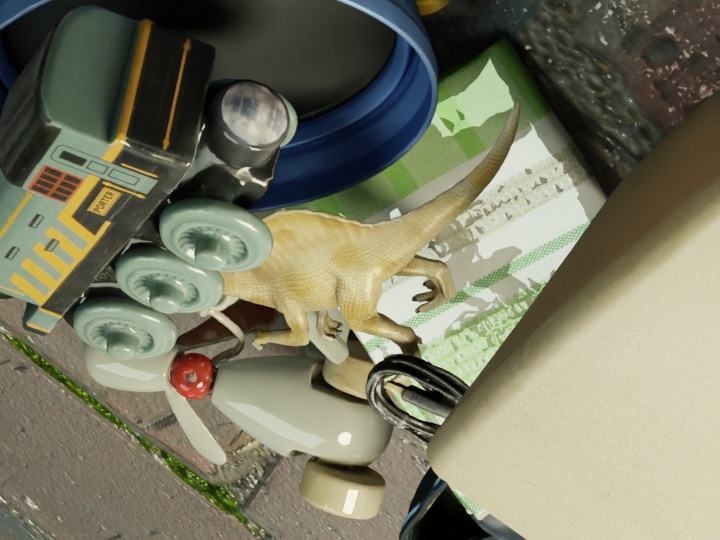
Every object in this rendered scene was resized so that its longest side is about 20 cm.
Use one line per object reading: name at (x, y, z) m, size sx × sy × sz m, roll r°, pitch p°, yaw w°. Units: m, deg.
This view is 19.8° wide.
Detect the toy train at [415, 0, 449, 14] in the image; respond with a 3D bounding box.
toy train at (0.028, -0.160, 0.803) m, size 0.150 × 0.056 × 0.199 m, roll 27°, pitch 160°, yaw -35°

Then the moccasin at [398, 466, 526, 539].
moccasin at (0.085, 0.116, 1.081) m, size 0.080 × 0.068 × 0.200 m, roll 42°, pitch 147°, yaw 1°

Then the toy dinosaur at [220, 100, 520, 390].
toy dinosaur at (0.000, 0.000, 0.921) m, size 0.199 × 0.058 × 0.101 m, roll -18°, pitch 134°, yaw 26°

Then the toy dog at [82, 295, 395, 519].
toy dog at (-0.054, 0.067, 1.222) m, size 0.200 × 0.132 × 0.096 m, roll 39°, pitch -170°, yaw 10°

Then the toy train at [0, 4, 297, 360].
toy train at (-0.104, -0.032, 0.851) m, size 0.113 × 0.086 × 0.200 m, roll 22°, pitch 149°, yaw -18°

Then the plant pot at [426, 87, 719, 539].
plant pot at (0.177, 0.022, 0.799) m, size 0.200 × 0.200 × 0.177 m, roll 35°, pitch 139°, yaw 7°

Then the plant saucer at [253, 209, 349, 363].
plant saucer at (-0.058, -0.042, 1.064) m, size 0.200 × 0.050 × 0.200 m, roll 50°, pitch 179°, yaw 1°

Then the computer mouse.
computer mouse at (0.093, 0.084, 0.897) m, size 0.199 × 0.034 × 0.059 m, roll 16°, pitch 129°, yaw 15°

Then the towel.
towel at (0.063, 0.007, 0.976) m, size 0.149 × 0.031 × 0.201 m, roll -28°, pitch 100°, yaw 25°

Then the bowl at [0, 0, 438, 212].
bowl at (-0.068, -0.085, 0.870) m, size 0.199 × 0.040 × 0.201 m, roll -2°, pitch 154°, yaw -1°
